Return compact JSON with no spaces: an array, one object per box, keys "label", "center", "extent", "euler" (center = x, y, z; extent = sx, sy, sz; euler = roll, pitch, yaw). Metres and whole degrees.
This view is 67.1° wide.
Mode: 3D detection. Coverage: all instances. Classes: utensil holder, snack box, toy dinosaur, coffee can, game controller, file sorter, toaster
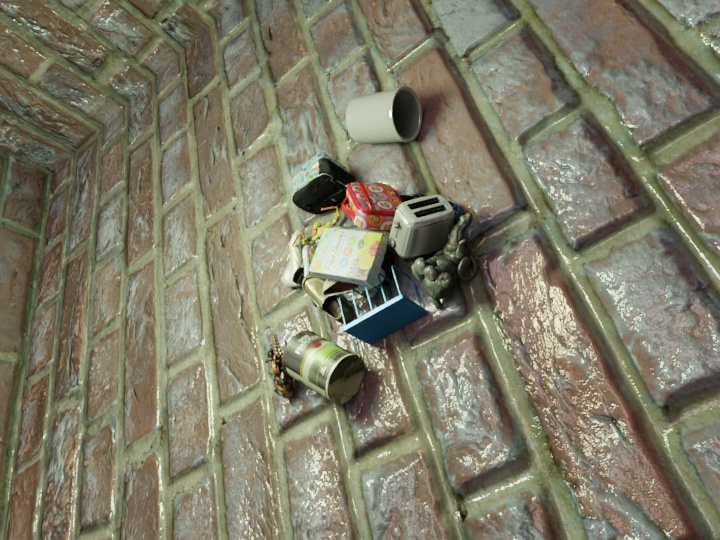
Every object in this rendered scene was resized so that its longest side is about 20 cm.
[{"label":"utensil holder","center":[0.076,-0.501,1.782],"extent":[0.199,0.170,0.171],"euler":[5,72,41]},{"label":"snack box","center":[-0.034,-0.040,1.525],"extent":[0.199,0.053,0.143],"euler":[9,70,32]},{"label":"toy dinosaur","center":[-0.233,0.285,1.644],"extent":[0.136,0.101,0.201],"euler":[-112,33,-65]},{"label":"coffee can","center":[-0.107,0.274,1.554],"extent":[0.199,0.146,0.147],"euler":[20,81,40]},{"label":"game controller","center":[0.002,-0.012,1.594],"extent":[0.198,0.042,0.105],"euler":[7,111,18]},{"label":"file sorter","center":[0.057,0.097,1.521],"extent":[0.199,0.139,0.123],"euler":[-31,52,21]},{"label":"toaster","center":[0.176,-0.122,1.482],"extent":[0.199,0.130,0.114],"euler":[-15,49,-18]}]

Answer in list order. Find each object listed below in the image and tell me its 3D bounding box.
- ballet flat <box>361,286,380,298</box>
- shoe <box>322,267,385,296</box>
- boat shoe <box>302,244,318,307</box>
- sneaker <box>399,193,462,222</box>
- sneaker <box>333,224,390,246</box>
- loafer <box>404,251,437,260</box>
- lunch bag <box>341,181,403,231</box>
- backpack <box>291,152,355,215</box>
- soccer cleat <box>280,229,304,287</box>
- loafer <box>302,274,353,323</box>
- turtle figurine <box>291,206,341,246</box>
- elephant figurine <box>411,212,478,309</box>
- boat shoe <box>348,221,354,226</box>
[{"label":"ballet flat","center":[0.000,0.000,1.665],"extent":[0.067,0.068,0.200],"euler":[-42,60,8]},{"label":"shoe","center":[-0.021,0.037,1.565],"extent":[0.199,0.053,0.070],"euler":[-16,104,22]},{"label":"boat shoe","center":[-0.136,0.014,1.726],"extent":[0.072,0.072,0.202],"euler":[-11,86,22]},{"label":"sneaker","center":[0.199,-0.184,1.590],"extent":[0.199,0.078,0.071],"euler":[10,75,40]},{"label":"sneaker","center":[0.018,-0.099,1.656],"extent":[0.201,0.146,0.078],"euler":[5,89,19]},{"label":"loafer","center":[0.141,-0.065,1.582],"extent":[0.200,0.068,0.071],"euler":[29,77,38]},{"label":"lunch bag","center":[0.030,-0.188,1.588],"extent":[0.200,0.175,0.082],"euler":[-114,29,-53]},{"label":"backpack","center":[-0.134,-0.283,1.826],"extent":[0.200,0.177,0.151],"euler":[-34,48,31]},{"label":"soccer cleat","center":[-0.212,-0.038,1.841],"extent":[0.077,0.069,0.202],"euler":[8,80,34]},{"label":"loafer","center":[-0.103,0.081,1.650],"extent":[0.200,0.067,0.076],"euler":[39,92,15]},{"label":"turtle figurine","center":[-0.120,-0.106,1.800],"extent":[0.200,0.064,0.161],"euler":[-40,59,-4]},{"label":"elephant figurine","center":[0.248,-0.026,1.454],"extent":[0.200,0.155,0.142],"euler":[-40,83,-19]},{"label":"boat shoe","center":[0.025,-0.194,1.737],"extent":[0.200,0.062,0.073],"euler":[-43,50,12]}]
